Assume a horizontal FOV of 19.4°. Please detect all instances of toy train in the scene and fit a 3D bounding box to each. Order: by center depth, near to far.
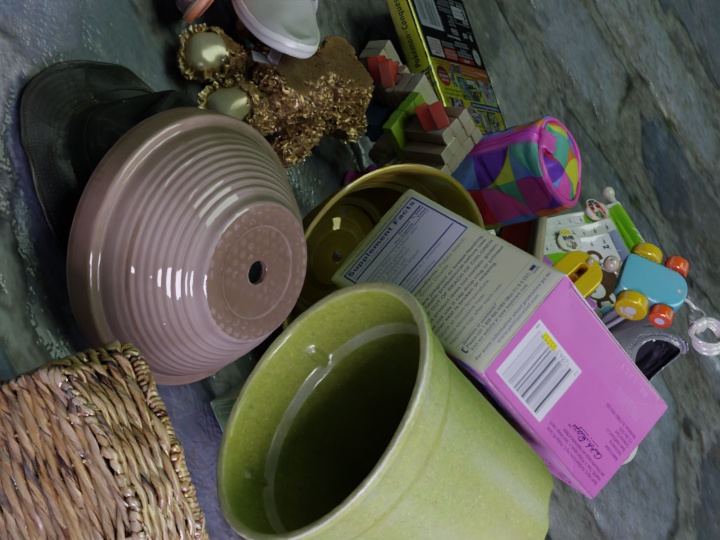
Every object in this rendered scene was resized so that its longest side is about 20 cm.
[{"bbox_3d":[0.220,0.053,1.896,0.199,0.056,0.151,-11,66,-22],"label":"toy train"}]

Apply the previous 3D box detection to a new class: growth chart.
[{"bbox_3d":[0.208,-0.004,2.011,0.199,0.018,0.145,-16,62,-38],"label":"growth chart"}]

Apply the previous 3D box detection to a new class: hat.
[{"bbox_3d":[-0.155,-0.081,1.552,0.200,0.081,0.202,31,49,-43],"label":"hat"}]

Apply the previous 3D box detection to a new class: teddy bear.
[{"bbox_3d":[-0.075,-0.148,1.732,0.145,0.067,0.200,51,33,6],"label":"teddy bear"}]

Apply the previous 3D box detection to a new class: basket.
[{"bbox_3d":[-0.153,0.148,1.366,0.149,0.142,0.201,-11,81,-56],"label":"basket"}]

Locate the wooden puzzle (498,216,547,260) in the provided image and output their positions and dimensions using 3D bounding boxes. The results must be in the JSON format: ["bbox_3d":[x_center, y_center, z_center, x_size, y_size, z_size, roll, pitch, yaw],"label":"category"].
[{"bbox_3d":[0.124,0.048,1.840,0.046,0.186,0.201,7,52,-5],"label":"wooden puzzle"}]

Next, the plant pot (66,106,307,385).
[{"bbox_3d":[-0.103,-0.009,1.494,0.200,0.092,0.202,-19,117,-44],"label":"plant pot"}]

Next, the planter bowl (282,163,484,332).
[{"bbox_3d":[0.000,0.000,1.692,0.199,0.083,0.202,-15,117,-31],"label":"planter bowl"}]

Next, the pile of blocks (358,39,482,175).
[{"bbox_3d":[0.025,-0.143,1.807,0.062,0.082,0.200,59,-8,-35],"label":"pile of blocks"}]

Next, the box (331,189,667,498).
[{"bbox_3d":[0.105,0.054,1.607,0.097,0.200,0.176,-48,130,-8],"label":"box"}]

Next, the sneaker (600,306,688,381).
[{"bbox_3d":[0.214,0.101,1.918,0.200,0.082,0.075,-41,130,-21],"label":"sneaker"}]

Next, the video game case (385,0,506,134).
[{"bbox_3d":[0.087,-0.174,1.968,0.182,0.025,0.200,71,18,5],"label":"video game case"}]

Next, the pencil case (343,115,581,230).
[{"bbox_3d":[0.089,-0.071,1.803,0.088,0.199,0.089,36,47,-51],"label":"pencil case"}]

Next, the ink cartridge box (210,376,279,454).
[{"bbox_3d":[-0.018,0.156,1.598,0.145,0.048,0.201,-32,104,-42],"label":"ink cartridge box"}]

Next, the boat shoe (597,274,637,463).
[{"bbox_3d":[0.219,0.088,2.013,0.062,0.071,0.201,11,67,-49],"label":"boat shoe"}]

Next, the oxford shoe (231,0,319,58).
[{"bbox_3d":[-0.067,-0.246,1.743,0.075,0.058,0.201,20,34,-24],"label":"oxford shoe"}]

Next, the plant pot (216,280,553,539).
[{"bbox_3d":[0.032,0.141,1.482,0.184,0.200,0.201,37,44,-32],"label":"plant pot"}]

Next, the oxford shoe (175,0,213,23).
[{"bbox_3d":[-0.134,-0.278,1.724,0.073,0.071,0.201,31,39,-20],"label":"oxford shoe"}]
